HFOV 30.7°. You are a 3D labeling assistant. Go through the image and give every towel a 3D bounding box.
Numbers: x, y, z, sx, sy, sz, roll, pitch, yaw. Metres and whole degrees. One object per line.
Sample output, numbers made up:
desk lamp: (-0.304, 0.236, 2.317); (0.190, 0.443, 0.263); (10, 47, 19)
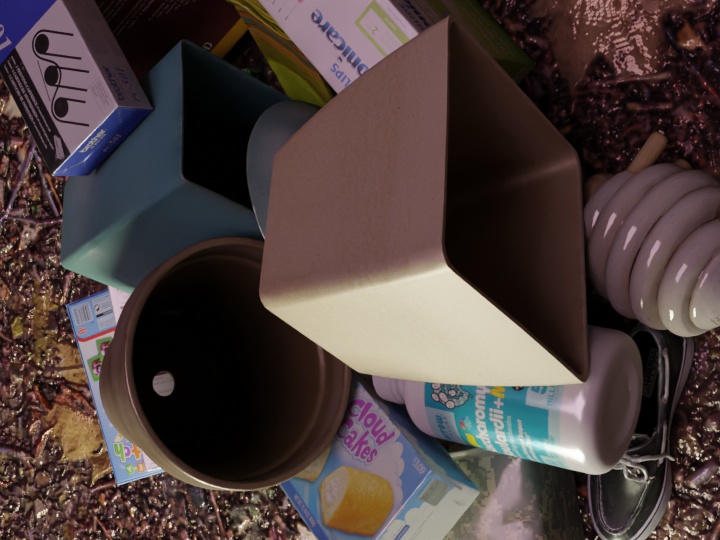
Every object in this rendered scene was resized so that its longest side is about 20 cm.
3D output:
towel: (-0.057, -0.173, 1.145); (0.086, 0.200, 0.018); (40, 83, 24)

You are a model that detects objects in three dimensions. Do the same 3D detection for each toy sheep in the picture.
toy sheep: (0.240, -0.018, 1.000); (0.200, 0.138, 0.138); (38, 116, 44)

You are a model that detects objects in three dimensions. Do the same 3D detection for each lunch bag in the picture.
lunch bag: (0.085, 0.229, 1.134); (0.200, 0.118, 0.164); (-11, 88, 29)

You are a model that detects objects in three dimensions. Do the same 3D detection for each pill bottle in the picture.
pill bottle: (0.110, 0.087, 1.028); (0.200, 0.111, 0.111); (9, 100, 32)

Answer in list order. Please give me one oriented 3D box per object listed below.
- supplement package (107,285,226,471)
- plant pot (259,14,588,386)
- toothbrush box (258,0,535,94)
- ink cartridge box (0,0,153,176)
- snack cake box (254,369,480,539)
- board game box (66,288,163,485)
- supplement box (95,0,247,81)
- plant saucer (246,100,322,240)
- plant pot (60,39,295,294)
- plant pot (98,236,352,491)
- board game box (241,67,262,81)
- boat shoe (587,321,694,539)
supplement package: (-0.163, 0.079, 1.257); (0.109, 0.114, 0.200); (-13, 85, 2)
plant pot: (0.039, -0.025, 0.951); (0.177, 0.200, 0.200); (-17, 54, 31)
toothbrush box: (0.033, -0.194, 1.069); (0.086, 0.200, 0.146); (-48, 69, 26)
ink cartridge box: (-0.256, -0.186, 1.085); (0.094, 0.044, 0.200); (-39, 71, 29)
snack cake box: (-0.003, 0.158, 1.094); (0.115, 0.067, 0.200); (-53, 41, 9)
board game box: (-0.219, 0.109, 1.365); (0.151, 0.037, 0.200); (-19, 84, 32)
supplement box: (-0.203, -0.280, 1.202); (0.197, 0.200, 0.133); (-43, 61, 29)
plant saucer: (-0.012, -0.057, 1.097); (0.039, 0.201, 0.201); (-24, 82, 34)
plant pot: (-0.161, -0.066, 1.125); (0.200, 0.141, 0.142); (-30, 51, 35)
plant pot: (-0.134, 0.085, 1.095); (0.173, 0.200, 0.200); (-17, 86, 57)
board game box: (-0.178, -0.138, 1.321); (0.200, 0.023, 0.105); (-5, 94, 34)
boat shoe: (0.221, 0.136, 1.063); (0.073, 0.068, 0.200); (23, 107, 29)
